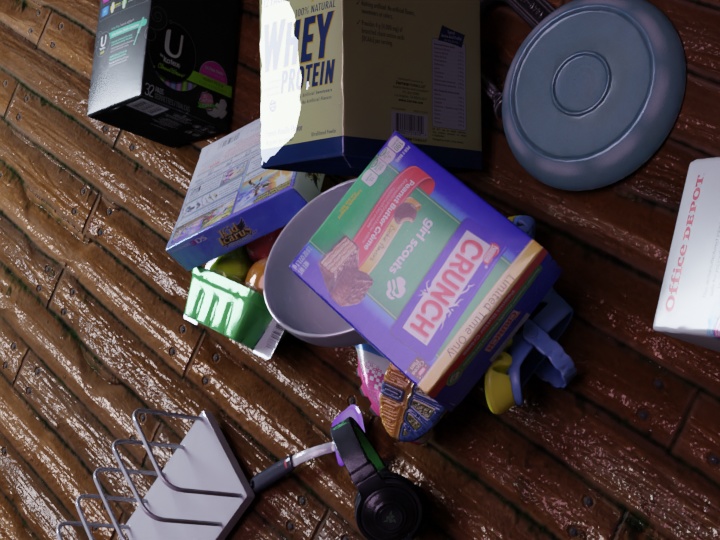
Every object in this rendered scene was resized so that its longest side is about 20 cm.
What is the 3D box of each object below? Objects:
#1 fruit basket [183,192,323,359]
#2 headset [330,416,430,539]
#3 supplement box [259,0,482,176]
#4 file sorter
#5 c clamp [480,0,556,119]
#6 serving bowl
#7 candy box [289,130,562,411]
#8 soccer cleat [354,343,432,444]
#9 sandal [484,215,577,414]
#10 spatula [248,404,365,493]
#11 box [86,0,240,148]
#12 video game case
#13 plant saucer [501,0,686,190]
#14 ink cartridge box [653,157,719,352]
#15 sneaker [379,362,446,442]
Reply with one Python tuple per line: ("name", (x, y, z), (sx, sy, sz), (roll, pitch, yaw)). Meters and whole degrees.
("fruit basket", (-0.110, -0.007, 1.579), (0.184, 0.094, 0.202), (20, 75, 46))
("headset", (0.020, 0.243, 1.326), (0.093, 0.124, 0.201), (-33, 77, 2))
("supplement box", (0.012, -0.204, 1.383), (0.133, 0.198, 0.203), (-3, 86, 48))
("file sorter", (-0.243, 0.277, 1.567), (0.201, 0.124, 0.139), (-54, 47, 21))
("c clamp", (0.136, -0.229, 1.436), (0.172, 0.027, 0.200), (-54, 45, 11))
("serving bowl", (0.000, 0.000, 1.395), (0.198, 0.066, 0.202), (-19, 47, 21))
("candy box", (0.059, -0.001, 1.254), (0.200, 0.077, 0.170), (40, 93, 29))
("soccer cleat", (0.035, 0.083, 1.398), (0.086, 0.069, 0.201), (-46, 49, 24))
("sandal", (0.163, 0.041, 1.294), (0.086, 0.080, 0.203), (-1, 66, 10))
("spatula", (-0.060, 0.205, 1.488), (0.199, 0.020, 0.057), (-31, 58, 35))
("box", (-0.252, -0.284, 1.747), (0.123, 0.148, 0.203), (-11, 69, 43))
("video game case", (-0.122, -0.107, 1.572), (0.198, 0.045, 0.183), (-23, 35, 32))
("plant saucer", (0.219, -0.179, 1.314), (0.198, 0.027, 0.203), (-11, 72, 35))
("ink cartridge box", (0.347, -0.001, 1.024), (0.199, 0.143, 0.147), (5, 79, 66))
("sneaker", (0.085, 0.075, 1.331), (0.075, 0.088, 0.202), (24, 95, 21))
